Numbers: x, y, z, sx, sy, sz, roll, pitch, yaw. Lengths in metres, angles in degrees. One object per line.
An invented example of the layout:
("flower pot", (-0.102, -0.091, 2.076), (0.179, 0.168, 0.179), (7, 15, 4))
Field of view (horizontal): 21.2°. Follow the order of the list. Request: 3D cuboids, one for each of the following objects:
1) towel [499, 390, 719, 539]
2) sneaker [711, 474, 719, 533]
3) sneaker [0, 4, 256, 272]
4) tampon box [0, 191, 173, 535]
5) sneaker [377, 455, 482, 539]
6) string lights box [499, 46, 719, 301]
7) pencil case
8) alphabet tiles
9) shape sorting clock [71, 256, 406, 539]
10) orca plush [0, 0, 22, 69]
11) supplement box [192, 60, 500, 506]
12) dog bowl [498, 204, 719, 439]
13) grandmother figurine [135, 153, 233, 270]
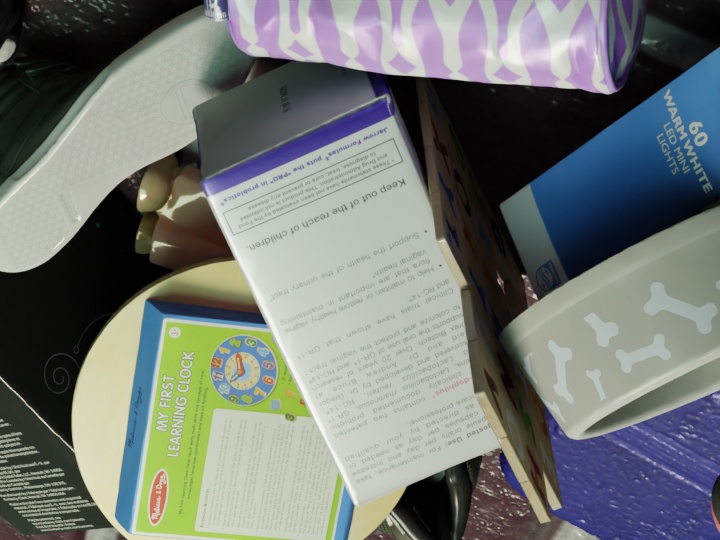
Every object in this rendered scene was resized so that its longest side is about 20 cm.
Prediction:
("towel", (0.179, 0.095, 1.110), (0.147, 0.050, 0.200), (29, 142, -3))
("sneaker", (0.253, 0.146, 1.041), (0.198, 0.074, 0.087), (8, 146, -36))
("sneaker", (-0.141, -0.097, 1.020), (0.200, 0.100, 0.071), (-40, 137, 17))
("tampon box", (-0.196, 0.039, 1.149), (0.125, 0.151, 0.200), (-11, 133, 39))
("sneaker", (0.027, 0.135, 1.185), (0.076, 0.115, 0.200), (26, 146, -2))
("string lights box", (0.165, -0.054, 0.873), (0.200, 0.102, 0.059), (-37, 71, 50))
("pencil case", (0.033, -0.132, 0.876), (0.198, 0.084, 0.086), (8, 119, 17))
("alphabet tiles", (0.065, 0.018, 0.953), (0.007, 0.201, 0.168), (-18, 132, 12))
("shape sorting clock", (-0.063, 0.085, 1.078), (0.198, 0.039, 0.202), (-3, 114, -8))
("orca plush", (-0.206, -0.182, 0.973), (0.105, 0.071, 0.201), (52, 168, 50))
("supplement box", (0.000, 0.000, 0.972), (0.102, 0.101, 0.201), (-24, 115, 4))
("dog bowl", (0.166, 0.018, 0.899), (0.200, 0.199, 0.059), (-37, 72, 50))
("grandmother figurine", (-0.030, 0.000, 1.091), (0.198, 0.061, 0.122), (21, 153, 7))
